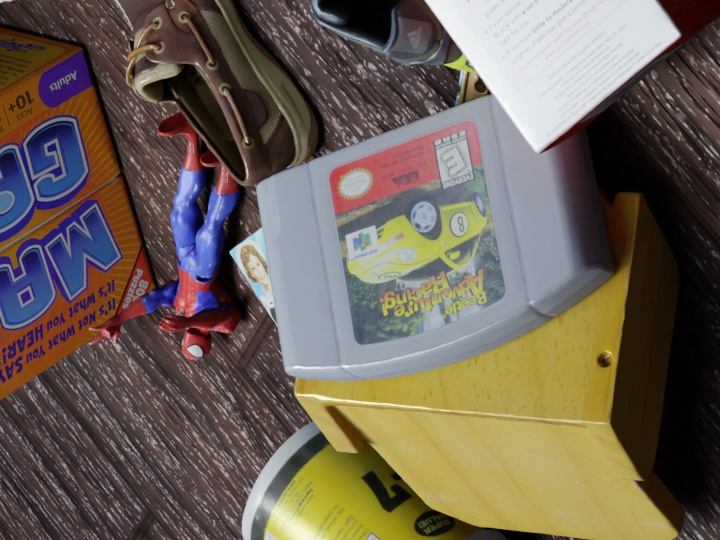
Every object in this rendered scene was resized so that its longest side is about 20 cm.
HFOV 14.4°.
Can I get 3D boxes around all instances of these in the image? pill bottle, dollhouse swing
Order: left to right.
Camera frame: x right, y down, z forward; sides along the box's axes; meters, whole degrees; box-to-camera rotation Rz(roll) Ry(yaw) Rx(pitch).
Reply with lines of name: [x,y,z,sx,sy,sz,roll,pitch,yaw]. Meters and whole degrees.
pill bottle: [0.028,0.191,1.846,0.200,0.114,0.115,37,143,28]
dollhouse swing: [0.096,0.050,1.643,0.199,0.176,0.183,3,78,31]

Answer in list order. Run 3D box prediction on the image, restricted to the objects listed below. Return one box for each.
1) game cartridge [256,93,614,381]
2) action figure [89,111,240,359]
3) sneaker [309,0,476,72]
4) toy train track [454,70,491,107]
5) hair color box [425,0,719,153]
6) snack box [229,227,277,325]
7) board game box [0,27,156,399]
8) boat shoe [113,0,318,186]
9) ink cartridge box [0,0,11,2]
game cartridge: [0.038,-0.015,1.571,0.199,0.041,0.134,-20,72,24]
action figure: [-0.127,-0.002,1.908,0.065,0.099,0.201,36,145,31]
sneaker: [-0.002,-0.170,1.574,0.200,0.081,0.074,36,122,43]
toy train track: [0.069,-0.080,1.623,0.114,0.033,0.201,22,128,18]
hair color box: [0.081,-0.176,1.467,0.111,0.064,0.201,-39,86,34]
snack box: [0.000,0.000,1.787,0.117,0.037,0.200,57,149,0]
board game box: [-0.299,-0.040,2.004,0.199,0.199,0.201,17,131,46]
boat shoe: [-0.113,-0.135,1.787,0.200,0.072,0.072,52,148,8]
ink cartridge box: [-0.142,-0.244,1.662,0.200,0.144,0.085,-23,97,57]
